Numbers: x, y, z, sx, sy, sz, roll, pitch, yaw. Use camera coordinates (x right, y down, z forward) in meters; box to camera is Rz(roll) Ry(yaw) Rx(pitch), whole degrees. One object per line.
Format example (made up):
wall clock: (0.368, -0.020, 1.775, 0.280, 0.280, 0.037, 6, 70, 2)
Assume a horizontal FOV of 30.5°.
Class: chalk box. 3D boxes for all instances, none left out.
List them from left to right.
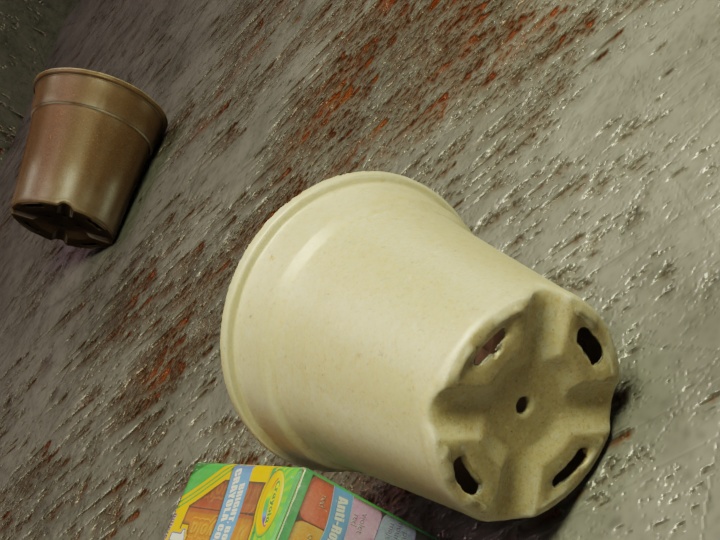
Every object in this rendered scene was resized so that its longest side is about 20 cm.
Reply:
chalk box: (-0.036, 0.200, 0.817, 0.200, 0.124, 0.125, -14, 49, 58)

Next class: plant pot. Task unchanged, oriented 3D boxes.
plant pot: (-0.395, -0.150, 1.875, 0.200, 0.200, 0.199, -19, 52, 55)
plant pot: (0.046, 0.054, 0.786, 0.183, 0.200, 0.201, 22, 80, 55)
